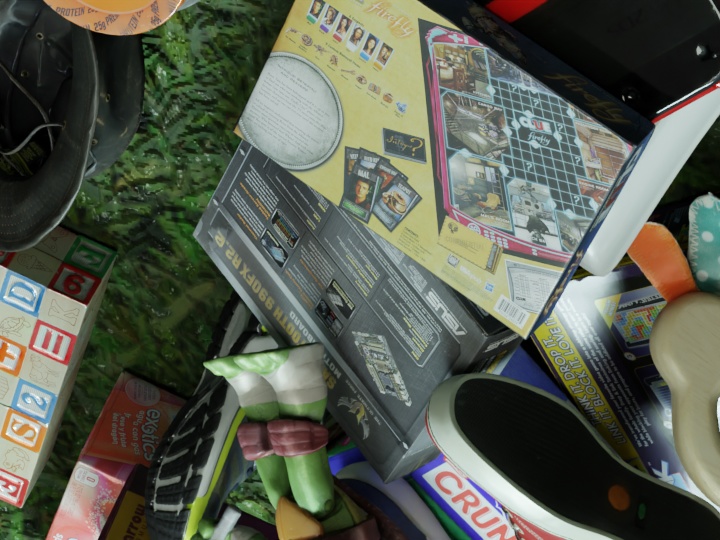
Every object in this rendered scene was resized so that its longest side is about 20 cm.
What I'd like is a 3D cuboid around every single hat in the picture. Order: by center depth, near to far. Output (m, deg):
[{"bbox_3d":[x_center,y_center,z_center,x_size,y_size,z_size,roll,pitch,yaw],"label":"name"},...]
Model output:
[{"bbox_3d":[-0.174,-0.111,1.718,0.080,0.201,0.201,1,142,-34],"label":"hat"}]

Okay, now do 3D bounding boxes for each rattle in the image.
[{"bbox_3d":[0.212,0.054,1.676,0.130,0.143,0.200,-43,89,7],"label":"rattle"}]

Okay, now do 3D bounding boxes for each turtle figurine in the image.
[{"bbox_3d":[-0.067,0.146,1.658,0.198,0.144,0.195,-10,88,12],"label":"turtle figurine"}]

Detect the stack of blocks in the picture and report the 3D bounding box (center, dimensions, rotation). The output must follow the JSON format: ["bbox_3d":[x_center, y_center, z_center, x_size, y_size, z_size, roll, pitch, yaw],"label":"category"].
[{"bbox_3d":[-0.242,0.051,1.896,0.115,0.059,0.201,23,131,2],"label":"stack of blocks"}]

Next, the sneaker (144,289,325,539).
[{"bbox_3d":[-0.065,0.097,1.789,0.081,0.201,0.074,34,160,-24],"label":"sneaker"}]

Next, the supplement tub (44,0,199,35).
[{"bbox_3d":[-0.104,-0.219,1.540,0.122,0.200,0.123,10,129,13],"label":"supplement tub"}]

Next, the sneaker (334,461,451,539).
[{"bbox_3d":[0.043,0.211,1.763,0.200,0.085,0.075,41,143,-5],"label":"sneaker"}]

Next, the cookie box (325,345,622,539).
[{"bbox_3d":[0.072,0.146,1.806,0.171,0.075,0.200,48,142,-13],"label":"cookie box"}]

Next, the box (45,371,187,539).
[{"bbox_3d":[-0.156,0.181,1.941,0.102,0.095,0.201,25,131,-2],"label":"box"}]

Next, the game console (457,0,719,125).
[{"bbox_3d":[0.094,-0.142,1.521,0.199,0.031,0.178,-29,95,34],"label":"game console"}]

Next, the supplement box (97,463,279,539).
[{"bbox_3d":[-0.079,0.221,1.813,0.199,0.111,0.086,25,130,-3],"label":"supplement box"}]

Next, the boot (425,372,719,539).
[{"bbox_3d":[0.093,0.140,1.649,0.199,0.073,0.144,34,145,-19],"label":"boot"}]

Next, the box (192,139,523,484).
[{"bbox_3d":[0.000,0.000,1.672,0.200,0.048,0.159,51,141,17],"label":"box"}]

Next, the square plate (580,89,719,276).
[{"bbox_3d":[0.104,-0.125,1.570,0.198,0.028,0.201,37,115,6],"label":"square plate"}]

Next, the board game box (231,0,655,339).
[{"bbox_3d":[0.042,-0.075,1.540,0.199,0.035,0.136,36,123,11],"label":"board game box"}]

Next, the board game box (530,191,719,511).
[{"bbox_3d":[0.207,0.056,1.735,0.164,0.057,0.201,-14,121,31],"label":"board game box"}]
